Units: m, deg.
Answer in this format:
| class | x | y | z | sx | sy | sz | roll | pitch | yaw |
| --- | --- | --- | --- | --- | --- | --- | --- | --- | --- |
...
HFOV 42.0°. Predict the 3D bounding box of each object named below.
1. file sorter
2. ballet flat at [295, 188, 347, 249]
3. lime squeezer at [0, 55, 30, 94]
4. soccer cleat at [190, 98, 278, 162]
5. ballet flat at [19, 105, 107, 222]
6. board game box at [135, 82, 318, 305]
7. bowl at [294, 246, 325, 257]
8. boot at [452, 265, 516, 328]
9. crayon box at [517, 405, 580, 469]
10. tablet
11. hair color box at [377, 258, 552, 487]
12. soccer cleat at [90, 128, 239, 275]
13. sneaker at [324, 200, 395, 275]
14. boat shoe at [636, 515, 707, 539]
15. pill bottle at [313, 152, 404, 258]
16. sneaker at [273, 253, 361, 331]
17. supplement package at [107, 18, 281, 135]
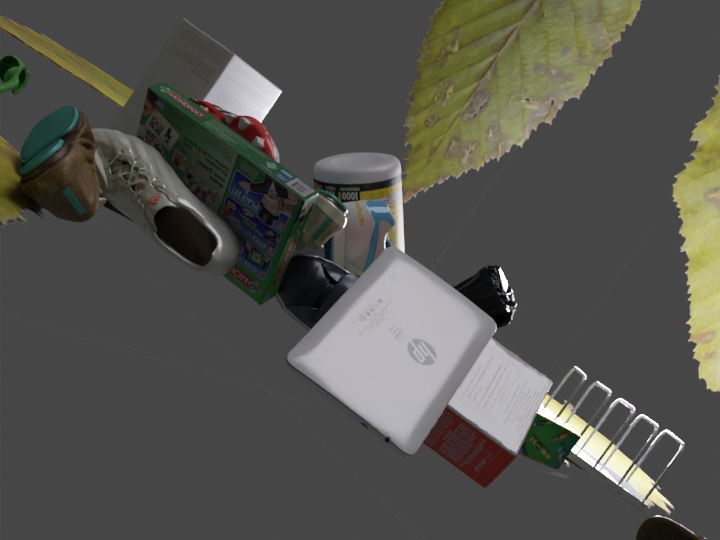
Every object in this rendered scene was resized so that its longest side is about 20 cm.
| class | x | y | z | sx | sy | sz | roll | pitch | yaw |
| --- | --- | --- | --- | --- | --- | --- | --- | --- | --- |
| file sorter | 0.394 | 0.263 | 1.510 | 0.199 | 0.125 | 0.139 | 35 | 3 | 2 |
| ballet flat | -0.072 | -0.057 | 1.002 | 0.067 | 0.063 | 0.200 | 39 | -7 | -16 |
| lime squeezer | -0.435 | -0.245 | 1.141 | 0.070 | 0.038 | 0.200 | 31 | 7 | -44 |
| soccer cleat | -0.139 | -0.143 | 1.081 | 0.085 | 0.069 | 0.200 | 25 | 5 | -44 |
| ballet flat | -0.239 | -0.083 | 0.773 | 0.073 | 0.068 | 0.200 | 55 | -5 | -25 |
| board game box | -0.146 | -0.076 | 0.933 | 0.200 | 0.135 | 0.029 | 37 | 37 | 14 |
| bowl | -0.153 | -0.067 | 1.158 | 0.199 | 0.075 | 0.200 | 34 | 5 | -27 |
| boot | 0.116 | 0.057 | 1.204 | 0.077 | 0.167 | 0.200 | 61 | 7 | -1 |
| crayon box | 0.187 | 0.181 | 1.203 | 0.119 | 0.058 | 0.200 | 39 | 5 | 41 |
| tablet | 0.034 | 0.062 | 0.816 | 0.130 | 0.014 | 0.200 | 37 | 42 | 6 |
| hair color box | 0.065 | 0.091 | 0.862 | 0.200 | 0.064 | 0.111 | 37 | 42 | 5 |
| soccer cleat | -0.197 | -0.069 | 0.887 | 0.200 | 0.069 | 0.078 | 39 | 7 | 4 |
| sneaker | 0.000 | 0.000 | 1.093 | 0.201 | 0.080 | 0.077 | 91 | -14 | -52 |
| boat shoe | 0.400 | 0.341 | 1.030 | 0.200 | 0.072 | 0.066 | 33 | 7 | 35 |
| pill bottle | 0.000 | -0.043 | 1.202 | 0.111 | 0.202 | 0.113 | -3 | 18 | 1 |
| sneaker | 0.000 | 0.047 | 0.964 | 0.199 | 0.079 | 0.079 | 36 | -18 | -11 |
| supplement package | -0.227 | -0.208 | 1.260 | 0.120 | 0.201 | 0.121 | 38 | 5 | 31 |
